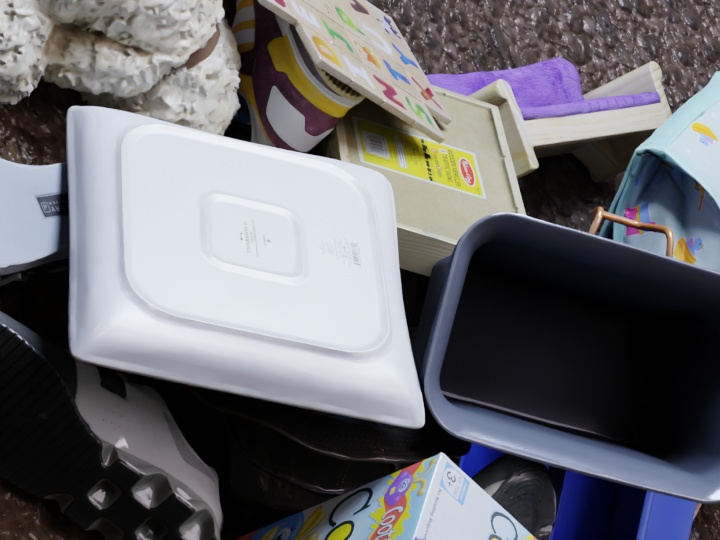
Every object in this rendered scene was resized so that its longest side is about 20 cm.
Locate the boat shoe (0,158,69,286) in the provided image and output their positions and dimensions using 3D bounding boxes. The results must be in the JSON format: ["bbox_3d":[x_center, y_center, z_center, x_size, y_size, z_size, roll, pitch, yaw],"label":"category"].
[{"bbox_3d":[-0.201,-0.026,1.433,0.199,0.068,0.074,-13,76,-57],"label":"boat shoe"}]

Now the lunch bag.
[{"bbox_3d":[0.248,-0.024,1.819,0.170,0.121,0.201,-37,115,-50],"label":"lunch bag"}]

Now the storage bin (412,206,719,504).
[{"bbox_3d":[0.122,0.040,1.498,0.198,0.134,0.147,15,86,-14],"label":"storage bin"}]

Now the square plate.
[{"bbox_3d":[-0.062,-0.011,1.427,0.197,0.029,0.201,12,41,-18],"label":"square plate"}]

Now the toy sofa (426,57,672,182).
[{"bbox_3d":[0.128,-0.109,1.830,0.199,0.083,0.098,-11,79,-50],"label":"toy sofa"}]

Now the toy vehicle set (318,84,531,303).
[{"bbox_3d":[0.037,-0.060,1.630,0.123,0.027,0.201,17,30,-15],"label":"toy vehicle set"}]

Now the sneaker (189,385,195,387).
[{"bbox_3d":[-0.085,0.004,1.481,0.084,0.073,0.200,27,35,-2],"label":"sneaker"}]

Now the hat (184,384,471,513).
[{"bbox_3d":[-0.036,0.098,1.513,0.200,0.200,0.082,0,112,-48],"label":"hat"}]

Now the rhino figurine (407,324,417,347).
[{"bbox_3d":[0.058,0.032,1.696,0.088,0.060,0.201,47,44,-17],"label":"rhino figurine"}]

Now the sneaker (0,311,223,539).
[{"bbox_3d":[-0.153,0.082,1.439,0.200,0.074,0.089,46,25,-20],"label":"sneaker"}]

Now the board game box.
[{"bbox_3d":[-0.006,0.194,1.430,0.103,0.199,0.105,43,44,-24],"label":"board game box"}]

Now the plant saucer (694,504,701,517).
[{"bbox_3d":[0.164,0.094,1.802,0.199,0.034,0.202,24,55,-38],"label":"plant saucer"}]

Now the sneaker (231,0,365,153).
[{"bbox_3d":[-0.061,-0.145,1.653,0.075,0.090,0.201,34,22,-32],"label":"sneaker"}]

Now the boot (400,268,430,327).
[{"bbox_3d":[0.000,0.000,1.600,0.145,0.071,0.200,26,37,1],"label":"boot"}]

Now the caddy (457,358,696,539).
[{"bbox_3d":[0.130,0.131,1.635,0.105,0.141,0.202,6,96,-56],"label":"caddy"}]

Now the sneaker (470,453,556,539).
[{"bbox_3d":[0.040,0.147,1.520,0.074,0.200,0.085,6,55,-32],"label":"sneaker"}]

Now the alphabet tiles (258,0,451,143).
[{"bbox_3d":[-0.019,-0.159,1.619,0.200,0.006,0.167,29,27,-49],"label":"alphabet tiles"}]

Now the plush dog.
[{"bbox_3d":[-0.122,-0.141,1.539,0.201,0.159,0.172,-69,147,-41],"label":"plush dog"}]
